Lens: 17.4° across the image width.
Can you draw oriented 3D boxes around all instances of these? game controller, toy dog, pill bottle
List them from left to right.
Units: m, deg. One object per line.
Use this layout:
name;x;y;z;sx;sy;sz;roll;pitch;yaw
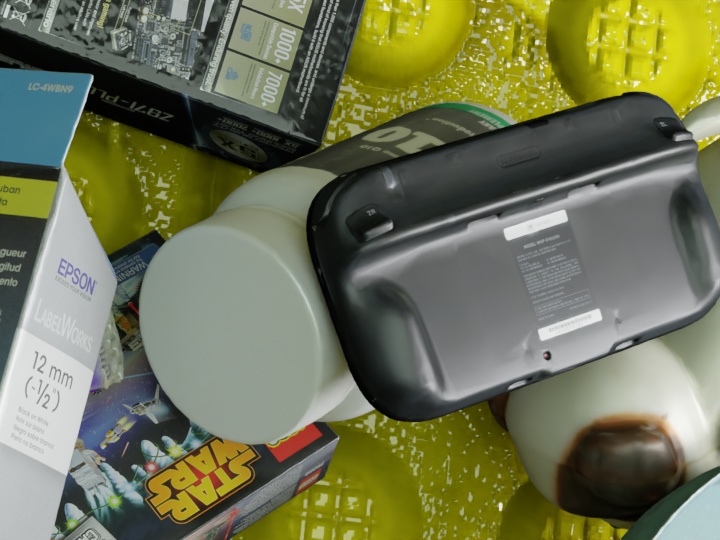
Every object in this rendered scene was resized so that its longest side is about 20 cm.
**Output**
pill bottle;0.000;0.000;1.033;0.200;0.113;0.113;-28;91;-52
game controller;0.070;-0.008;0.972;0.199;0.042;0.105;-17;96;-33
toy dog;0.159;0.038;1.083;0.200;0.139;0.194;-42;138;-10

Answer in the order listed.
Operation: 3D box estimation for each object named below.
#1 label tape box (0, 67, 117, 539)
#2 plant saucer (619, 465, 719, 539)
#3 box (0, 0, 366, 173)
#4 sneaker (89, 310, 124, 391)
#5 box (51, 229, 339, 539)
label tape box;-0.176;0.021;0.933;0.143;0.066;0.201;6;71;27
plant saucer;0.148;0.168;1.041;0.200;0.036;0.201;-21;121;-39
box;-0.073;-0.168;1.091;0.163;0.086;0.201;19;77;-12
sneaker;-0.172;-0.004;1.017;0.099;0.070;0.200;-22;44;-13
box;-0.128;0.080;1.022;0.200;0.040;0.137;-31;68;-31
